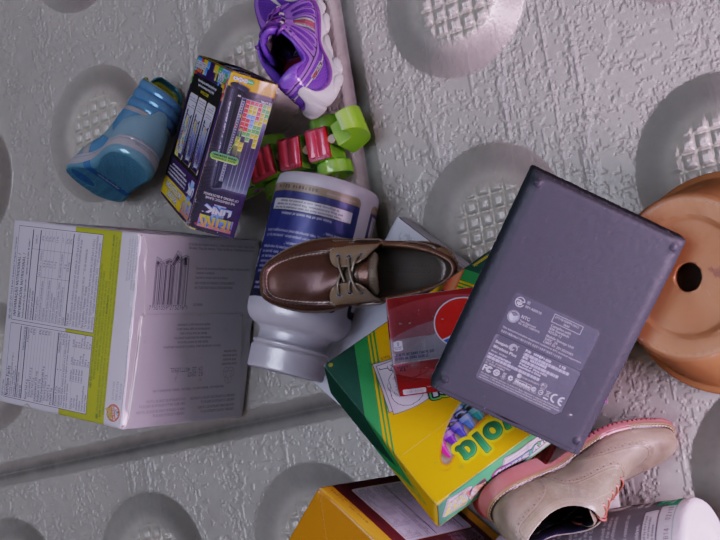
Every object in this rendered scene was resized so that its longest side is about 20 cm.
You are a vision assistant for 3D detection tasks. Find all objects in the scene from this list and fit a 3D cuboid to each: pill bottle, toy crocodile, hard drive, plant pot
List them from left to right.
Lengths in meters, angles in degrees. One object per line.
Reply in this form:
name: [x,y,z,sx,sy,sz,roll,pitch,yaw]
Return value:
toy crocodile: [-0.070,-0.123,1.505,0.198,0.061,0.068,-18,78,33]
pill bottle: [-0.055,0.008,1.440,0.110,0.111,0.203,9,82,34]
hard drive: [0.042,0.065,1.441,0.132,0.026,0.202,37,108,30]
hard drive: [0.161,0.033,1.152,0.138,0.033,0.202,24,103,-1]
pill bottle: [0.221,0.272,1.255,0.198,0.113,0.115,-15,79,32]
plant pot: [0.303,0.008,1.200,0.198,0.139,0.203,-3,85,34]

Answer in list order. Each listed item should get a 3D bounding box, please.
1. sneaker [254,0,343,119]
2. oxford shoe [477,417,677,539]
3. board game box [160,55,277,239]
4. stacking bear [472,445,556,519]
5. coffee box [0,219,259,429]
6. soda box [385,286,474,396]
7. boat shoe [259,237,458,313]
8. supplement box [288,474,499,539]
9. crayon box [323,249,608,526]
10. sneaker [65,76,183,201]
sneaker: [-0.077,-0.250,1.486,0.081,0.083,0.201,-44,43,20]
oxford shoe: [0.205,0.195,1.239,0.075,0.198,0.071,54,159,42]
board game box: [-0.155,-0.137,1.505,0.200,0.056,0.167,-139,64,-69]
stacking bear: [0.083,0.134,1.348,0.199,0.114,0.121,39,68,23]
coffee box: [-0.253,0.055,1.536,0.196,0.199,0.203,6,91,35]
soda box: [0.124,0.055,1.223,0.197,0.064,0.071,-7,58,3]
boat shoe: [0.000,0.000,1.355,0.197,0.072,0.077,-7,87,-6]
supplement box: [0.014,0.317,1.339,0.132,0.199,0.199,38,108,28]
crayon box: [0.096,0.103,1.270,0.199,0.059,0.173,-34,58,-14]
sneaker: [-0.267,-0.158,1.642,0.199,0.079,0.132,-8,50,56]
